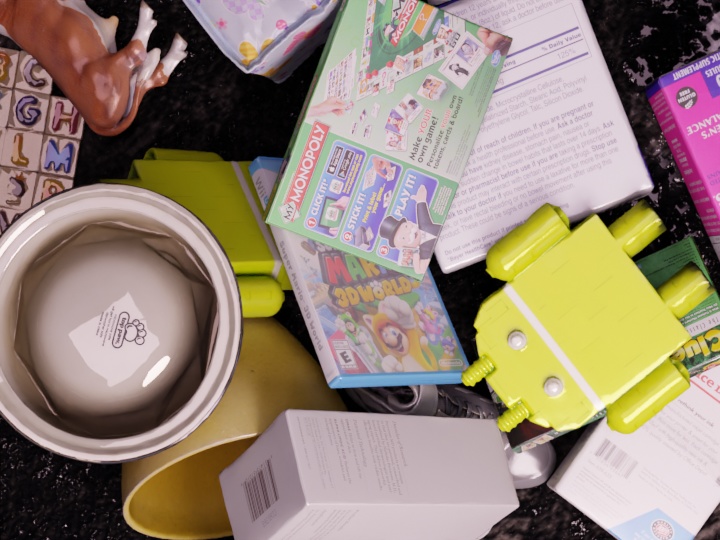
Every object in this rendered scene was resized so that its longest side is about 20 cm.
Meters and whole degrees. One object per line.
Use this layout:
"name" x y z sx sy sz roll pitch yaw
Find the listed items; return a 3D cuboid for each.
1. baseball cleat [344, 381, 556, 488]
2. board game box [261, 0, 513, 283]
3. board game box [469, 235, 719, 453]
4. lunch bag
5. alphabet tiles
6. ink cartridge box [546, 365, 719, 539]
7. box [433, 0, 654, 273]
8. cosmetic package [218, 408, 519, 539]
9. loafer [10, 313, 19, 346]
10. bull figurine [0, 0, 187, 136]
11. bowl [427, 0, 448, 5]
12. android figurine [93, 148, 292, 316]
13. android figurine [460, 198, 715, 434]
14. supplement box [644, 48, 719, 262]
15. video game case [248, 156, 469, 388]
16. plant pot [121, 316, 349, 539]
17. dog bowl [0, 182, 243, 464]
"baseball cleat" 0.069 0.124 1.443 0.198 0.106 0.070 24 87 2
"board game box" 0.021 -0.109 1.364 0.133 0.029 0.202 21 92 -11
"board game box" 0.195 0.060 1.420 0.198 0.023 0.106 -24 63 11
"lunch bag" -0.104 -0.257 1.424 0.127 0.170 0.201 -37 90 7
"alphabet tiles" -0.325 -0.093 1.521 0.165 0.006 0.202 10 91 5
"ink cartridge box" 0.257 0.130 1.444 0.115 0.067 0.201 37 87 3
"box" 0.115 -0.123 1.439 0.182 0.105 0.202 -21 89 4
"cosmetic package" 0.008 0.168 1.353 0.113 0.198 0.082 -44 52 43
"loafer" -0.231 0.030 1.435 0.069 0.199 0.076 2 99 33
"bull figurine" -0.242 -0.209 1.484 0.121 0.065 0.200 -41 88 6
"bowl" 0.082 -0.269 1.403 0.199 0.201 0.091 -21 100 4
"android figurine" -0.114 -0.035 1.429 0.198 0.183 0.041 -1 134 -30
"android figurine" 0.170 0.042 1.374 0.199 0.041 0.183 -37 90 4
"supplement box" 0.318 -0.080 1.427 0.100 0.103 0.202 -24 90 3
"video game case" 0.000 0.000 1.409 0.018 0.142 0.201 -43 58 40
"plant pot" -0.106 0.111 1.429 0.198 0.200 0.143 -18 63 4
"dog bowl" -0.183 0.040 1.302 0.198 0.074 0.203 0 85 0
